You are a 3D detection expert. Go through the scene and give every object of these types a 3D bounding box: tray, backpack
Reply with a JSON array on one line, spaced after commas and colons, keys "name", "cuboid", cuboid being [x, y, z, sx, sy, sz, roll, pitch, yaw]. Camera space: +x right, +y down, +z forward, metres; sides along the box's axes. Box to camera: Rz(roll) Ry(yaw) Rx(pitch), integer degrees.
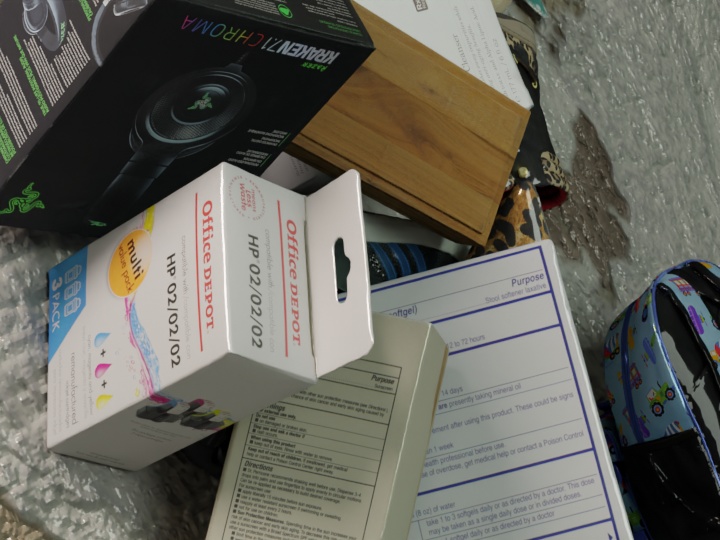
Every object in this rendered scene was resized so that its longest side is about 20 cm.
[{"name": "tray", "cuboid": [0.020, -0.098, 1.208, 0.199, 0.037, 0.100, 26, 79, -37]}, {"name": "backpack", "cuboid": [0.253, 0.102, 1.442, 0.182, 0.134, 0.202, -20, 85, -53]}]

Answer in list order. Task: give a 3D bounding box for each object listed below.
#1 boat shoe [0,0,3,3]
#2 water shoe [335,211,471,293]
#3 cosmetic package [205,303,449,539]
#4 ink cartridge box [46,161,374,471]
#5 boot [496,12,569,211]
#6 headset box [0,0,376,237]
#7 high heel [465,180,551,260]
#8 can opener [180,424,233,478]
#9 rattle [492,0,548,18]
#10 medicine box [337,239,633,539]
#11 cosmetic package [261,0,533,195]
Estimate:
[{"name": "boat shoe", "cuboid": [-0.217, -0.172, 1.076, 0.198, 0.062, 0.072, 10, 68, -36]}, {"name": "water shoe", "cuboid": [0.000, 0.000, 1.274, 0.199, 0.071, 0.080, 9, 89, -49]}, {"name": "cosmetic package", "cuboid": [-0.022, 0.123, 1.059, 0.071, 0.104, 0.202, 52, 51, -71]}, {"name": "ink cartridge box", "cuboid": [-0.087, 0.021, 1.028, 0.067, 0.199, 0.116, 21, 53, -41]}, {"name": "boot", "cuboid": [0.085, -0.125, 1.433, 0.199, 0.073, 0.152, 9, 62, -54]}, {"name": "headset box", "cuboid": [-0.124, -0.107, 1.072, 0.173, 0.200, 0.093, 7, 46, -49]}, {"name": "high heel", "cuboid": [0.069, 0.041, 1.248, 0.142, 0.071, 0.202, -9, 113, -56]}, {"name": "can opener", "cuboid": [-0.080, 0.039, 1.145, 0.063, 0.079, 0.201, 31, 38, -24]}, {"name": "rattle", "cuboid": [0.091, -0.278, 1.564, 0.200, 0.141, 0.132, -23, 119, -68]}, {"name": "medicine box", "cuboid": [0.055, 0.106, 1.147, 0.103, 0.180, 0.202, 69, 7, -73]}, {"name": "cosmetic package", "cuboid": [0.008, -0.127, 1.286, 0.199, 0.081, 0.114, -22, 88, -37]}]
